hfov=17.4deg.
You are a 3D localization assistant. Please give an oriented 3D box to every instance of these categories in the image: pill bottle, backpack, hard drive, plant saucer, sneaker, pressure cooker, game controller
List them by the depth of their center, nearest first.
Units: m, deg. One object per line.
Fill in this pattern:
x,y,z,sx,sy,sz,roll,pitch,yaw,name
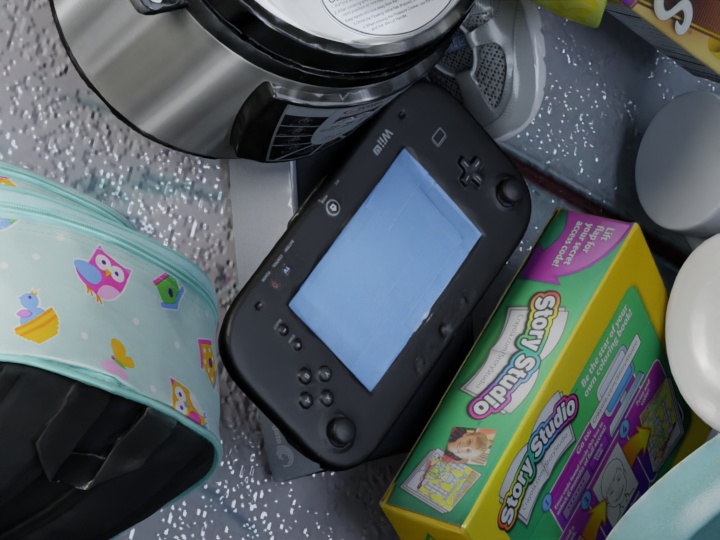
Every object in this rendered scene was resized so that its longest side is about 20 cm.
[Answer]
-0.154,0.042,0.978,0.175,0.199,0.154,26,56,-34,backpack
-0.038,-0.154,1.065,0.178,0.200,0.177,26,65,-20,pressure cooker
0.009,0.000,1.163,0.104,0.042,0.200,51,58,-26,game controller
0.000,0.000,1.210,0.134,0.042,0.202,-9,94,-40,hard drive
0.028,-0.156,1.218,0.082,0.074,0.201,-28,95,-50,sneaker
0.209,0.133,1.236,0.199,0.201,0.027,-2,48,-40,plant saucer
0.271,0.030,1.284,0.199,0.113,0.114,-3,90,-40,pill bottle
0.258,-0.043,1.384,0.199,0.112,0.113,14,79,-38,pill bottle

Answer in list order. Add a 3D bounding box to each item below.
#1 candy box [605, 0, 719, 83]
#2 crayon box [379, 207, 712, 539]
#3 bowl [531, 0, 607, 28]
0.160,-0.203,1.306,0.199,0.056,0.117,31,89,-27,candy box
0.107,0.099,1.256,0.201,0.058,0.173,-58,139,-26,crayon box
0.086,-0.228,1.155,0.107,0.200,0.202,11,78,2,bowl
